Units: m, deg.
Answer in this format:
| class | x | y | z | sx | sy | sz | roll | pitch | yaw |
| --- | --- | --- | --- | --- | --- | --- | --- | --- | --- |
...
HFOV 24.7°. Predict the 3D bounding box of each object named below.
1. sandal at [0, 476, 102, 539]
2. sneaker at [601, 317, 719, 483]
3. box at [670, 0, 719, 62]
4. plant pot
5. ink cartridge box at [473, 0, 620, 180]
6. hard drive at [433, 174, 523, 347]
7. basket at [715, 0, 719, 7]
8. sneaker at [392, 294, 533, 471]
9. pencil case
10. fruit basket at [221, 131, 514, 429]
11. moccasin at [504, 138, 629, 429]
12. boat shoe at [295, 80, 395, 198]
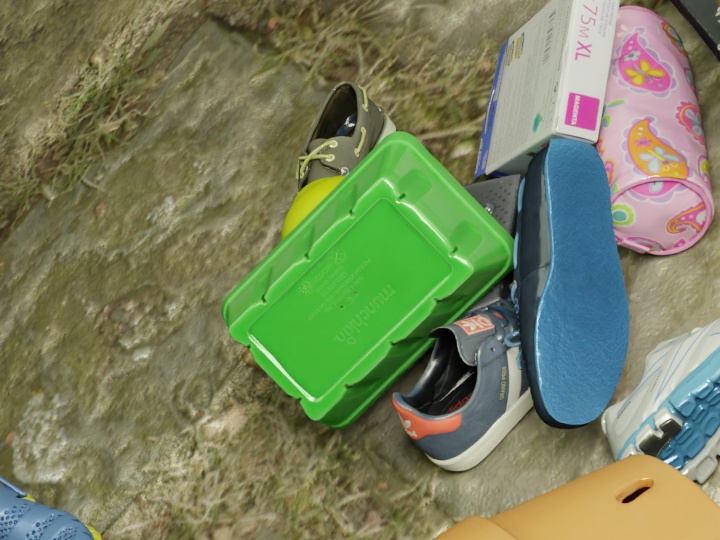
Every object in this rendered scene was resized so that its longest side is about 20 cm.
| class | x | y | z | sx | sy | sz | roll | pitch | yaw |
| --- | --- | --- | --- | --- | --- | --- | --- | --- | --- |
| sandal | -0.294 | 0.221 | 1.393 | 0.200 | 0.087 | 0.080 | 12 | 63 | 48 |
| sneaker | 0.228 | 0.054 | 1.040 | 0.200 | 0.075 | 0.087 | -40 | 31 | 8 |
| box | 0.285 | -0.202 | 1.178 | 0.106 | 0.122 | 0.200 | -37 | 38 | 12 |
| plant pot | 0.142 | 0.196 | 0.904 | 0.140 | 0.200 | 0.200 | -35 | 34 | -12 |
| ink cartridge box | 0.139 | -0.137 | 1.254 | 0.200 | 0.042 | 0.119 | 154 | 128 | -74 |
| hard drive | 0.044 | 0.005 | 1.293 | 0.200 | 0.042 | 0.135 | -17 | 45 | 36 |
| basket | 0.327 | -0.138 | 1.005 | 0.149 | 0.200 | 0.143 | -35 | 46 | 12 |
| sneaker | 0.102 | 0.046 | 1.160 | 0.200 | 0.085 | 0.075 | -51 | 36 | -6 |
| pencil case | 0.205 | -0.103 | 1.202 | 0.087 | 0.087 | 0.200 | -27 | 40 | 25 |
| fruit basket | 0.000 | 0.000 | 1.221 | 0.216 | 0.156 | 0.216 | -44 | -1 | -1 |
| moccasin | 0.140 | 0.012 | 1.116 | 0.068 | 0.080 | 0.200 | 142 | 137 | -63 |
| boat shoe | -0.024 | -0.089 | 1.400 | 0.072 | 0.060 | 0.202 | -21 | 28 | 30 |
